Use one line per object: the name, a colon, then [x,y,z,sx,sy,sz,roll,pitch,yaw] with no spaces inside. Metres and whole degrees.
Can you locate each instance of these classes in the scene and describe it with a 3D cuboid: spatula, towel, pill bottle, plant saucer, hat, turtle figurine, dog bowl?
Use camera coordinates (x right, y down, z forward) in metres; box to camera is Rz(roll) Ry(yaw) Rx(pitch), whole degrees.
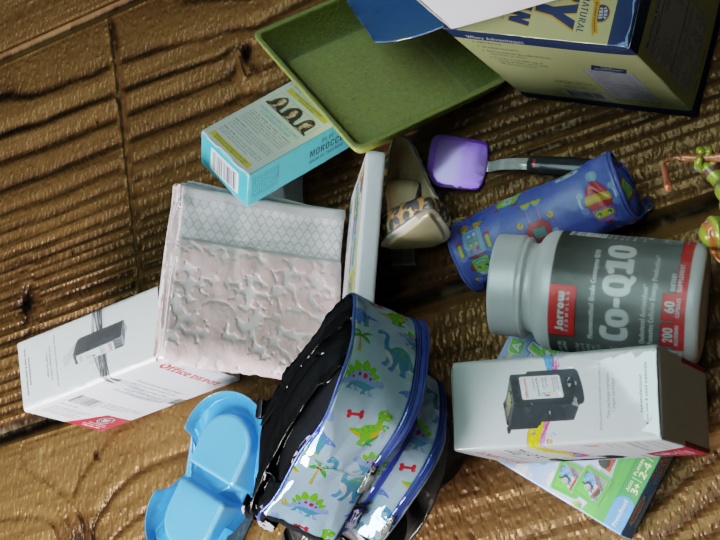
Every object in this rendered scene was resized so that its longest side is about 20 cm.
spatula: [0.161,-0.108,1.693,0.198,0.021,0.057,5,78,30]
towel: [-0.112,0.014,1.725,0.032,0.198,0.193,163,114,-66]
pill bottle: [0.223,0.023,1.543,0.198,0.114,0.115,5,79,16]
plant saucer: [0.020,-0.211,1.741,0.199,0.048,0.200,-27,58,-22]
hat: [0.054,0.177,1.634,0.200,0.080,0.203,-8,81,55]
turtle figurine: [0.374,-0.046,1.497,0.160,0.065,0.201,-20,49,-9]
dog bowl: [-0.154,0.230,1.768,0.111,0.049,0.202,25,91,33]

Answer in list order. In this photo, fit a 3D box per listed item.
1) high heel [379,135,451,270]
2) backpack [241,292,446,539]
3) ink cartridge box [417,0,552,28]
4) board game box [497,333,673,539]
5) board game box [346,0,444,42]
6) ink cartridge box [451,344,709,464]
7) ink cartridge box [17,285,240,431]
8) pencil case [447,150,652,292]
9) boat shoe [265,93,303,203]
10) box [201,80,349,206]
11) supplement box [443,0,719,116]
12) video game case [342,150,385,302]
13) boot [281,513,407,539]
high heel: [0.049,-0.091,1.662,0.071,0.200,0.144,-1,77,-7]
backpack: [-0.003,0.133,1.496,0.184,0.146,0.201,-87,22,-55]
ink cartridge box: [0.108,-0.348,1.479,0.146,0.144,0.202,-13,69,26]
board game box: [0.210,0.142,1.589,0.199,0.037,0.152,28,92,33]
board game box: [0.075,-0.282,1.726,0.157,0.039,0.200,-28,33,-1]
ink cartridge box: [0.200,0.126,1.492,0.198,0.145,0.084,-7,76,28]
ink cartridge box: [-0.252,0.100,1.803,0.198,0.144,0.085,-20,67,24]
pencil case: [0.184,-0.050,1.631,0.199,0.087,0.078,-25,107,23]
boat shoe: [-0.103,-0.096,1.810,0.066,0.073,0.202,-14,71,25]
box: [-0.068,-0.151,1.748,0.199,0.049,0.082,-32,60,-28]
supplement box: [0.220,-0.253,1.591,0.198,0.199,0.136,11,82,31]
video game case: [0.000,0.000,1.676,0.023,0.182,0.202,6,77,-4]
boot: [-0.024,0.280,1.628,0.200,0.069,0.176,42,129,53]
